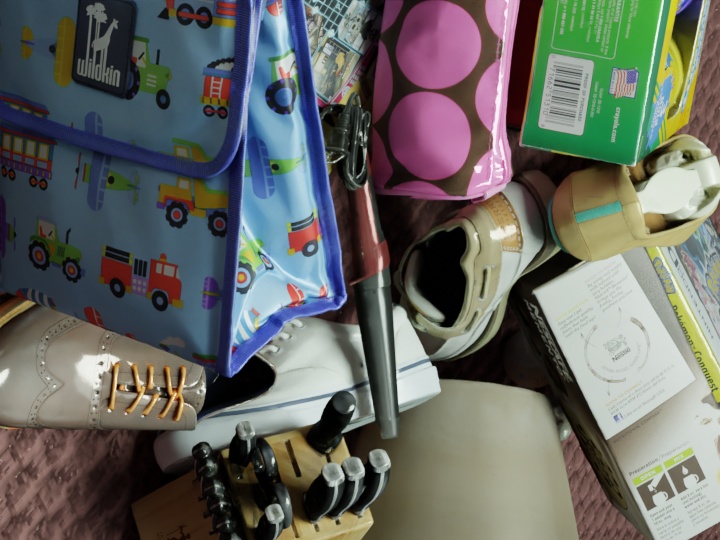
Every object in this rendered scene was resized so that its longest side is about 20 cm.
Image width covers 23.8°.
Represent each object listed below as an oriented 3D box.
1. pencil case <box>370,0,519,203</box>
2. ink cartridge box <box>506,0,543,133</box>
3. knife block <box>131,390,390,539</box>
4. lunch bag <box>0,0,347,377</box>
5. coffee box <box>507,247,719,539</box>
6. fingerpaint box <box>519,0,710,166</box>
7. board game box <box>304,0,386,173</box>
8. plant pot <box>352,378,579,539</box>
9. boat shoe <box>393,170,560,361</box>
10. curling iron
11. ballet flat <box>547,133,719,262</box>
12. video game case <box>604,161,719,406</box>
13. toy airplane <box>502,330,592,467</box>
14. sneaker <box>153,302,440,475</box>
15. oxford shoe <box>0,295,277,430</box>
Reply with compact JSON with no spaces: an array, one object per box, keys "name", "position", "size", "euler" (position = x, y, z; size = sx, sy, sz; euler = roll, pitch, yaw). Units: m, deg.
[{"name":"pencil case","position":[0.056,-0.136,0.957],"size":[0.091,0.093,0.201],"euler":[-21,119,-59]},{"name":"ink cartridge box","position":[0.113,-0.192,1.094],"size":[0.175,0.084,0.201],"euler":[-9,112,-55]},{"name":"knife block","position":[-0.028,0.124,0.941],"size":[0.200,0.175,0.064],"euler":[10,56,-58]},{"name":"lunch bag","position":[-0.092,-0.076,0.764],"size":[0.094,0.150,0.201],"euler":[-33,130,-46]},{"name":"coffee box","position":[0.171,0.068,1.122],"size":[0.080,0.113,0.200],"euler":[-29,106,-4]},{"name":"fingerpaint box","position":[0.161,-0.175,0.993],"size":[0.167,0.073,0.201],"euler":[-32,132,-66]},{"name":"board game box","position":[-0.052,-0.097,0.928],"size":[0.200,0.035,0.136],"euler":[-48,141,-35]},{"name":"plant pot","position":[0.062,0.165,1.110],"size":[0.200,0.199,0.174],"euler":[26,66,-58]},{"name":"boat shoe","position":[0.055,0.004,1.060],"size":[0.068,0.075,0.200],"euler":[-19,159,-27]},{"name":"curling iron","position":[0.000,0.000,0.964],"size":[0.050,0.025,0.201],"euler":[-35,121,-58]},{"name":"ballet flat","position":[0.183,-0.046,1.022],"size":[0.200,0.063,0.069],"euler":[-25,95,-54]},{"name":"video game case","position":[0.234,-0.015,1.248],"size":[0.181,0.025,0.200],"euler":[62,23,-8]},{"name":"toy airplane","position":[0.175,0.048,1.279],"size":[0.199,0.140,0.201],"euler":[-90,174,-75]},{"name":"sneaker","position":[-0.043,0.067,0.999],"size":[0.200,0.073,0.071],"euler":[-14,76,-42]},{"name":"oxford shoe","position":[-0.118,0.048,0.856],"size":[0.200,0.073,0.072],"euler":[-7,111,-56]}]
